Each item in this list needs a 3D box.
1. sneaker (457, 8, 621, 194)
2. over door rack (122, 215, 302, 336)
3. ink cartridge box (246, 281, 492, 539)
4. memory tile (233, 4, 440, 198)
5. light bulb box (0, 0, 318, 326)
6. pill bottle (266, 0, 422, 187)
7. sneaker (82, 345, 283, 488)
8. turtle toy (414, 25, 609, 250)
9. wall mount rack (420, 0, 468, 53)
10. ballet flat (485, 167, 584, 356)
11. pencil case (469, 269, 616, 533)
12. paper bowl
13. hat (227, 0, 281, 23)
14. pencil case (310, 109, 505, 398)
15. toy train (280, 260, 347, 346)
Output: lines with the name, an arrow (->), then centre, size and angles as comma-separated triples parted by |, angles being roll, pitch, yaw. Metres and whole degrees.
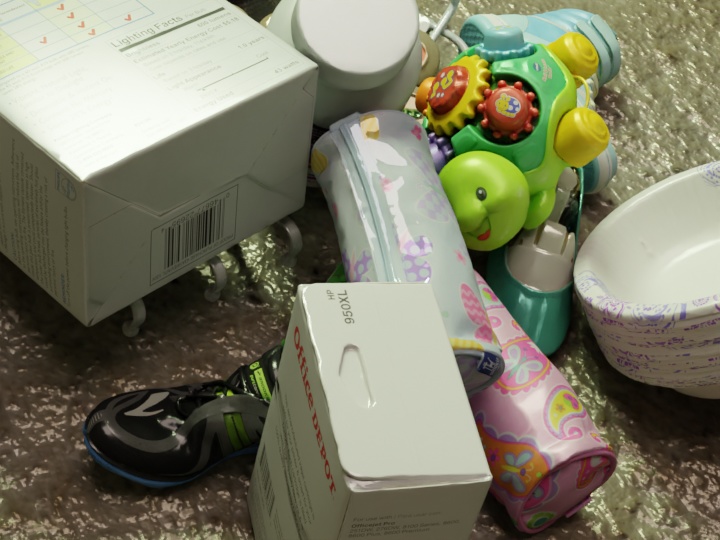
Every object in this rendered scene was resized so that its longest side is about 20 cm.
sneaker -> 0.181, -0.150, 1.376 | 0.130, 0.080, 0.200 | -15, 53, -27
over door rack -> -0.157, -0.040, 1.178 | 0.147, 0.067, 0.200 | -25, 52, -34
ink cartridge box -> -0.001, 0.124, 0.962 | 0.084, 0.201, 0.145 | -2, 47, -17
memory tile -> -0.035, -0.126, 1.285 | 0.199, 0.017, 0.154 | 6, 73, -11
light bulb box -> -0.167, -0.101, 1.098 | 0.198, 0.125, 0.200 | -30, 55, -35
pill bottle -> -0.018, -0.139, 1.176 | 0.111, 0.200, 0.113 | 2, 75, -10
sneaker -> -0.080, 0.084, 1.063 | 0.198, 0.083, 0.071 | -6, 48, -21
turtle toy -> 0.096, -0.094, 1.208 | 0.101, 0.146, 0.201 | 28, 43, -31
wall mount rack -> -0.013, -0.192, 1.367 | 0.199, 0.075, 0.174 | 29, 73, 14
ballet flat -> 0.132, -0.026, 1.244 | 0.067, 0.071, 0.201 | 14, 44, -3
pencil case -> 0.085, 0.077, 1.122 | 0.087, 0.088, 0.200 | -16, 52, -29
paper bowl -> 0.259, 0.012, 1.183 | 0.200, 0.105, 0.201 | -22, 26, 12
hat -> -0.109, -0.269, 1.345 | 0.199, 0.081, 0.202 | -10, 55, 15
pencil case -> 0.026, -0.006, 1.083 | 0.091, 0.083, 0.201 | 23, 42, -47
toy train -> 0.000, 0.000, 1.189 | 0.042, 0.057, 0.200 | 26, 44, 9
